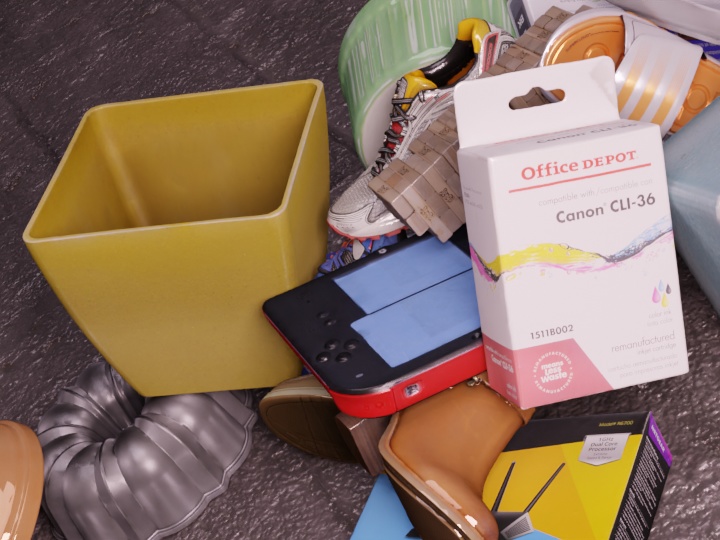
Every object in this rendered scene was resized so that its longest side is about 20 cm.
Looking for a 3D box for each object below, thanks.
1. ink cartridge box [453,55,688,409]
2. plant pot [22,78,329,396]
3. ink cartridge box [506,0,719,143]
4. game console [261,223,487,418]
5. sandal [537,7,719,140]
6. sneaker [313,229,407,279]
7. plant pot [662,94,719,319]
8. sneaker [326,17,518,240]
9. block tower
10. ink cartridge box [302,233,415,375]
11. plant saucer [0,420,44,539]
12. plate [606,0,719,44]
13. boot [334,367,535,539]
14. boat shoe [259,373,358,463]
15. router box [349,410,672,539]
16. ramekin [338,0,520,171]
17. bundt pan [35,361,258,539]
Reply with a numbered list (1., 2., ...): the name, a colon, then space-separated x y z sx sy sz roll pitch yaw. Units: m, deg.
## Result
1. ink cartridge box: 0.130 -0.026 1.121 0.116 0.201 0.067 -12 11 -12
2. plant pot: -0.120 -0.014 1.391 0.199 0.177 0.200 -6 33 13
3. ink cartridge box: 0.232 -0.147 1.375 0.197 0.043 0.201 -5 58 -14
4. game console: 0.047 0.021 1.234 0.199 0.031 0.177 -23 33 -13
5. sandal: 0.227 -0.127 1.262 0.059 0.206 0.079 -132 59 -69
6. sneaker: 0.000 0.000 1.373 0.078 0.076 0.200 -12 26 7
7. plant pot: 0.295 -0.045 1.176 0.196 0.197 0.200 -40 22 -9
8. sneaker: 0.043 -0.107 1.344 0.200 0.082 0.078 -48 31 0
9. block tower: 0.100 -0.107 1.292 0.200 0.054 0.058 -43 27 -2
10. ink cartridge box: 0.017 0.025 1.455 0.199 0.042 0.120 -15 37 30
11. plant saucer: -0.327 0.211 1.446 0.200 0.037 0.201 -35 40 36
12. plate: 0.287 -0.188 1.298 0.199 0.032 0.199 -3 18 -27
13. boot: 0.085 0.105 1.181 0.155 0.077 0.200 -30 23 -10
14. boat shoe: 0.021 0.097 1.334 0.199 0.074 0.067 -1 41 26
15. router box: 0.093 0.168 1.188 0.199 0.051 0.149 -8 38 33
16. ramekin: 0.082 -0.141 1.474 0.199 0.200 0.098 -21 42 18
17. bundt pan: -0.188 0.134 1.458 0.201 0.076 0.202 -23 35 17
